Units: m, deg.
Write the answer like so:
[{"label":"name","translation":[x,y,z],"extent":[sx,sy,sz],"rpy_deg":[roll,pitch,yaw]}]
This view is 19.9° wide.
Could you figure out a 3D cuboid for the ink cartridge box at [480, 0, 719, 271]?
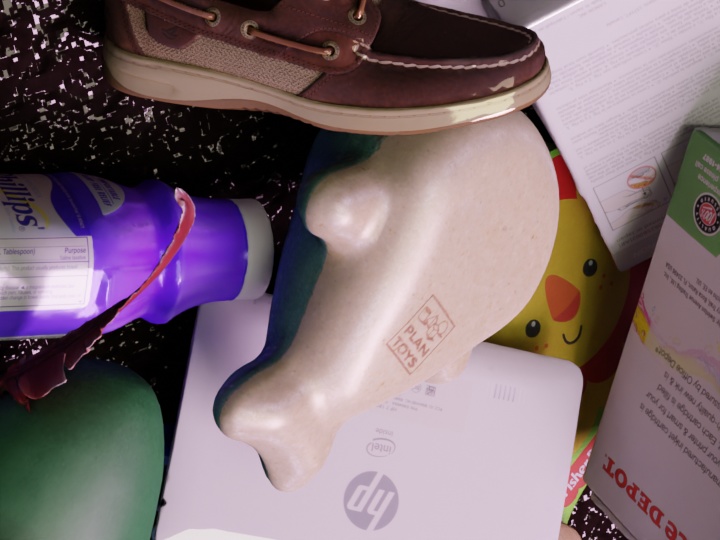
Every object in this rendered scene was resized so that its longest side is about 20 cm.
[{"label":"ink cartridge box","translation":[0.158,-0.102,0.969],"extent":[0.162,0.057,0.200],"rpy_deg":[-27,146,6]}]

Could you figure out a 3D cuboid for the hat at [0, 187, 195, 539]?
[{"label":"hat","translation":[-0.116,0.043,0.897],"extent":[0.165,0.199,0.177],"rpy_deg":[25,91,-45]}]

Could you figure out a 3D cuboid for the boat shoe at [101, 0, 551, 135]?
[{"label":"boat shoe","translation":[-0.017,-0.108,0.876],"extent":[0.198,0.072,0.073],"rpy_deg":[8,121,13]}]

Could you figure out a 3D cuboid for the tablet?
[{"label":"tablet","translation":[0.007,0.089,0.983],"extent":[0.198,0.014,0.131],"rpy_deg":[13,83,-15]}]

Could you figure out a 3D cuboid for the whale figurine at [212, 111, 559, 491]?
[{"label":"whale figurine","translation":[0.000,0.000,0.934],"extent":[0.200,0.103,0.159],"rpy_deg":[-51,142,-9]}]

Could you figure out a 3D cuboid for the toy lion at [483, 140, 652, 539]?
[{"label":"toy lion","translation":[0.087,0.043,1.054],"extent":[0.200,0.068,0.192],"rpy_deg":[-51,123,-12]}]

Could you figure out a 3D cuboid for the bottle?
[{"label":"bottle","translation":[-0.137,-0.007,0.907],"extent":[0.198,0.084,0.066],"rpy_deg":[-2,116,-26]}]

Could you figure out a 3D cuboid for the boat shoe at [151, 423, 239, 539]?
[{"label":"boat shoe","translation":[-0.051,0.125,1.024],"extent":[0.199,0.084,0.069],"rpy_deg":[15,97,-31]}]

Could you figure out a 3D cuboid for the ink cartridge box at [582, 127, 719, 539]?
[{"label":"ink cartridge box","translation":[0.198,0.054,0.971],"extent":[0.083,0.145,0.202],"rpy_deg":[0,118,-29]}]

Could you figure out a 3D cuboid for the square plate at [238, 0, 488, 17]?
[{"label":"square plate","translation":[0.026,-0.175,0.908],"extent":[0.199,0.029,0.198],"rpy_deg":[-30,129,11]}]
